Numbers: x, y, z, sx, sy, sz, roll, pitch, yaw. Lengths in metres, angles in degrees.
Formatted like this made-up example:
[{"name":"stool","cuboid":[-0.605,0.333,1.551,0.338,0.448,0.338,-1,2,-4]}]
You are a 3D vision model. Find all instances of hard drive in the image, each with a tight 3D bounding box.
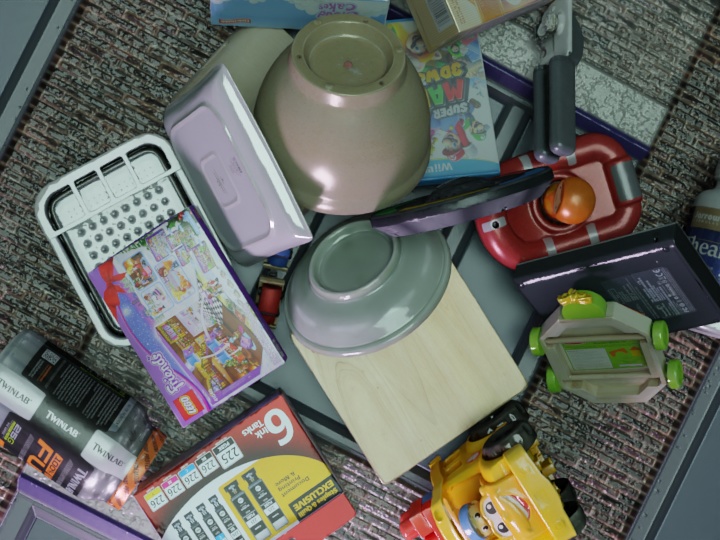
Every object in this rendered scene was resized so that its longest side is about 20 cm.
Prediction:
[{"name":"hard drive","cuboid":[0.285,0.024,1.471,0.140,0.198,0.033,47,44,-32]}]

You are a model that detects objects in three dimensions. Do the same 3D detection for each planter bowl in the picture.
[{"name":"planter bowl","cuboid":[-0.016,-0.179,1.399,0.197,0.136,0.202,3,52,-4]}]

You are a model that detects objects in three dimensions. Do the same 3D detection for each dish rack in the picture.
[{"name":"dish rack","cuboid":[-0.253,-0.034,1.513,0.170,0.044,0.202,-28,92,-5]}]

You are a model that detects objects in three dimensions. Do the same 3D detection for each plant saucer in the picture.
[{"name":"plant saucer","cuboid":[0.000,0.000,1.464,0.199,0.201,0.050,-33,133,-3]}]

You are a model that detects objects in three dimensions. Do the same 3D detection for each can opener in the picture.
[{"name":"can opener","cuboid":[0.226,-0.214,1.505,0.066,0.052,0.203,19,64,-27]}]

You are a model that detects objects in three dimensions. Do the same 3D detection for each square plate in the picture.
[{"name":"square plate","cuboid":[-0.141,-0.102,1.431,0.028,0.198,0.202,-30,96,-26]}]

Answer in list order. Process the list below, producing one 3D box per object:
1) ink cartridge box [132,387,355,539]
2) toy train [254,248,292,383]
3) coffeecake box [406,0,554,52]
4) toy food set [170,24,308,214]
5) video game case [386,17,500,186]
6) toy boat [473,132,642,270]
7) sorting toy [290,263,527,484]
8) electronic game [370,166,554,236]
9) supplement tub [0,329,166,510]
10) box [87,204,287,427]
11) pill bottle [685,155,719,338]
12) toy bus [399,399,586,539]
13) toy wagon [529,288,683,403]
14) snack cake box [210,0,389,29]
[{"name":"ink cartridge box","cuboid":[-0.123,0.262,1.504,0.199,0.084,0.177,-34,93,-4]},{"name":"toy train","cuboid":[-0.104,0.032,1.505,0.034,0.046,0.203,12,102,-4]},{"name":"coffeecake box","cuboid":[0.136,-0.352,1.489,0.198,0.073,0.155,-26,93,-29]},{"name":"toy food set","cuboid":[-0.097,-0.176,1.523,0.200,0.060,0.144,43,76,-5]},{"name":"video game case","cuboid":[0.074,-0.193,1.516,0.141,0.018,0.203,-5,71,-5]},{"name":"toy boat","cuboid":[0.226,-0.077,1.505,0.197,0.131,0.132,-18,91,-4]},{"name":"sorting toy","cuboid":[0.052,0.100,1.524,0.197,0.070,0.201,-33,92,-4]},{"name":"electronic game","cuboid":[0.105,-0.076,1.401,0.197,0.200,0.042,-17,95,-4]},{"name":"supplement tub","cuboid":[-0.319,0.166,1.469,0.199,0.123,0.123,34,88,-3]},{"name":"box","cuboid":[-0.189,0.050,1.471,0.136,0.039,0.202,-31,94,4]},{"name":"pill bottle","cuboid":[0.422,-0.025,1.531,0.109,0.111,0.203,16,89,-4]},{"name":"toy bus","cuboid":[0.132,0.253,1.473,0.190,0.200,0.137,-31,96,4]},{"name":"toy wagon","cuboid":[0.267,0.080,1.489,0.153,0.201,0.040,-4,47,27]},{"name":"snack cake box","cuboid":[-0.068,-0.334,1.495,0.197,0.067,0.117,1,67,-5]}]
